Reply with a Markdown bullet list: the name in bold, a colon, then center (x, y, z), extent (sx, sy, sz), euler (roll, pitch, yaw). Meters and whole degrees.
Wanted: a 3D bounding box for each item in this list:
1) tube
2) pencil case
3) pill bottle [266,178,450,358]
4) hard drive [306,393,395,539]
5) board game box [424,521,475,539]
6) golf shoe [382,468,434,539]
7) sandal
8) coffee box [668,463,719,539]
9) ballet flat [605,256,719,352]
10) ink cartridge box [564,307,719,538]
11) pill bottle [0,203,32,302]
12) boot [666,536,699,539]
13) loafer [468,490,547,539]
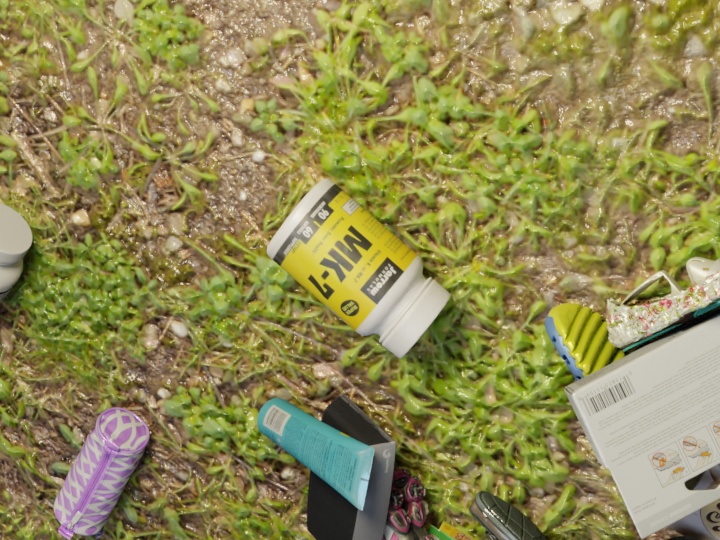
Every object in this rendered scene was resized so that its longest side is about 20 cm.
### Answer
- **tube**: center (-0.052, 0.215, 1.601), extent (0.199, 0.050, 0.079), euler (26, 116, 47)
- **pencil case**: center (-0.359, 0.279, 1.795), extent (0.083, 0.086, 0.201), euler (34, 120, 7)
- **pill bottle**: center (0.000, 0.000, 1.501), extent (0.199, 0.114, 0.115), euler (40, 122, 1)
- **hard drive**: center (-0.016, 0.272, 1.632), extent (0.135, 0.042, 0.203), euler (38, 127, 47)
- **board game box**: center (0.155, 0.400, 1.667), extent (0.198, 0.030, 0.096), euler (28, 120, 6)
- **golf shoe**: center (0.055, 0.352, 1.642), extent (0.092, 0.072, 0.203), euler (-26, 74, 55)
- **sandal**: center (0.268, 0.128, 1.471), extent (0.201, 0.079, 0.087), euler (55, 141, -1)
- **coffee box**: center (0.458, 0.278, 1.453), extent (0.199, 0.080, 0.114), euler (32, 120, 8)
- **ballet flat**: center (0.345, 0.024, 1.395), extent (0.198, 0.075, 0.065), euler (-27, 83, 27)
- **ink cartridge box**: center (0.345, 0.162, 1.404), extent (0.198, 0.044, 0.175), euler (-26, 95, -2)
- **pill bottle**: center (-0.515, 0.004, 1.720), extent (0.113, 0.113, 0.200), euler (44, 121, -1)
- **boot**: center (0.372, 0.383, 1.504), extent (0.199, 0.070, 0.174), euler (40, 151, -13)
- **loafer**: center (0.206, 0.352, 1.594), extent (0.199, 0.072, 0.063), euler (38, 109, 1)
